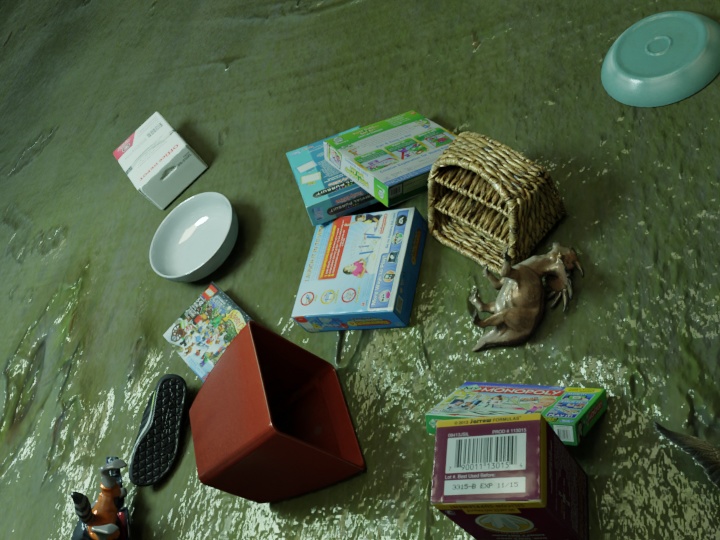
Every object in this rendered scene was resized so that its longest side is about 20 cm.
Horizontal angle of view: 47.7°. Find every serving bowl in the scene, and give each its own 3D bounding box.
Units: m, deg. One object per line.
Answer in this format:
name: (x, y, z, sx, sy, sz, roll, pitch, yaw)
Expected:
serving bowl: (-0.317, -0.056, 1.608, 0.199, 0.066, 0.201, -18, 50, 23)

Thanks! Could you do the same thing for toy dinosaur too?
toy dinosaur: (0.235, 0.044, 1.165, 0.086, 0.135, 0.201, -112, 45, -82)

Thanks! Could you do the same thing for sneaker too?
sneaker: (-0.346, 0.274, 1.404, 0.083, 0.071, 0.201, -31, 39, 61)

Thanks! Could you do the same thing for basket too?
basket: (0.187, -0.109, 1.256, 0.149, 0.143, 0.200, -48, 45, -6)

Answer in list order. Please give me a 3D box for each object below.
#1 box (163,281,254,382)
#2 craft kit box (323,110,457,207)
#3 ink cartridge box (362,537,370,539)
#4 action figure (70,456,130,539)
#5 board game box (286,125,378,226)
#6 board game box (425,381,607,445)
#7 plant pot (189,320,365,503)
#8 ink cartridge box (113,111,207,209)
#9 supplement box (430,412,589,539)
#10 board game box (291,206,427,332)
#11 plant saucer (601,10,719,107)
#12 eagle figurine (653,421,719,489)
box: (-0.256, 0.122, 1.458, 0.137, 0.038, 0.200, -49, 46, -6)
craft kit box: (0.070, -0.199, 1.403, 0.199, 0.049, 0.197, -23, 44, -25)
ink cartridge box: (0.060, 0.440, 0.983, 0.199, 0.084, 0.145, 16, 68, 40)
action figure: (-0.416, 0.376, 1.289, 0.194, 0.104, 0.201, -62, 38, 42)
board game box: (-0.042, -0.175, 1.479, 0.150, 0.047, 0.200, -21, 39, -1)
board game box: (0.202, 0.182, 1.055, 0.199, 0.134, 0.029, -2, 101, 32)
plant pot: (-0.140, 0.232, 1.206, 0.176, 0.200, 0.201, -39, 44, 18)
ink cartridge box: (-0.450, -0.247, 1.821, 0.145, 0.084, 0.200, -44, 44, -1)
supplement box: (0.180, 0.255, 0.956, 0.130, 0.200, 0.104, -11, 54, 27)
board game box: (0.000, 0.000, 1.363, 0.195, 0.056, 0.201, -5, 56, 31)
plant saucer: (0.484, -0.352, 1.311, 0.199, 0.036, 0.201, -17, 51, 22)
eagle figurine: (0.419, 0.228, 0.873, 0.151, 0.151, 0.201, -36, 47, 35)
